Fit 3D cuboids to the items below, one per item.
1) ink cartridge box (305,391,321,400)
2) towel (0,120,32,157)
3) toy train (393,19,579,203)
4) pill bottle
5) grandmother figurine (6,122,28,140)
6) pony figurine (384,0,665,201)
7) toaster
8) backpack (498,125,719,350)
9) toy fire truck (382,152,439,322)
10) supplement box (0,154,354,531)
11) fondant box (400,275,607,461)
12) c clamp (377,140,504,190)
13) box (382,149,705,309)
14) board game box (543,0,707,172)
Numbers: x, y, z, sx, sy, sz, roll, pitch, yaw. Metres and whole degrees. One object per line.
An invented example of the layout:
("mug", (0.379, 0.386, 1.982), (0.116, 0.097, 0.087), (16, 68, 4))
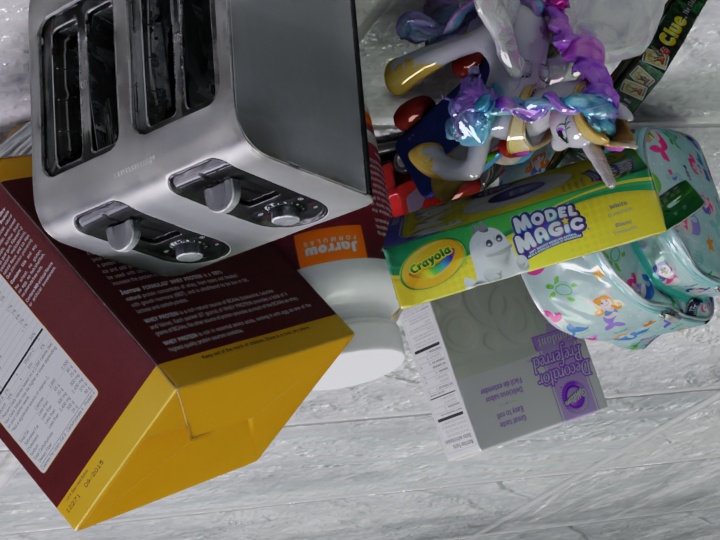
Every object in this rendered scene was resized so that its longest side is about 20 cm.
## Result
("ink cartridge box", (-0.038, 0.053, 1.544), (0.162, 0.050, 0.200), (-47, 164, 14))
("towel", (-0.190, -0.066, 1.221), (0.147, 0.024, 0.200), (-39, 162, -7))
("toy train", (0.125, -0.130, 1.268), (0.116, 0.085, 0.200), (-16, 161, -47))
("pill bottle", (-0.029, -0.022, 1.268), (0.113, 0.200, 0.113), (-12, 161, -4))
("grandmother figurine", (-0.242, -0.041, 1.303), (0.121, 0.061, 0.200), (-5, 159, 6))
("pony figurine", (0.102, -0.139, 1.092), (0.166, 0.193, 0.200), (6, 173, -35))
("toaster", (-0.092, -0.113, 1.021), (0.181, 0.200, 0.119), (-18, 159, 38))
("backpack", (0.207, -0.031, 1.424), (0.150, 0.178, 0.200), (-29, 157, 37))
("toy fire truck", (0.000, 0.000, 1.381), (0.200, 0.141, 0.049), (-24, 152, 30))
("supplement box", (-0.153, 0.033, 1.158), (0.133, 0.200, 0.197), (-53, 160, 27))
("fondant box", (0.113, 0.048, 1.512), (0.144, 0.200, 0.058), (-15, 174, -32))
("c clamp", (0.030, -0.070, 1.445), (0.200, 0.027, 0.171), (-13, 156, 5))
("box", (0.116, -0.033, 1.131), (0.200, 0.048, 0.117), (-15, -170, 6))
("board game box", (0.175, -0.116, 1.212), (0.023, 0.105, 0.200), (32, 145, -2))
